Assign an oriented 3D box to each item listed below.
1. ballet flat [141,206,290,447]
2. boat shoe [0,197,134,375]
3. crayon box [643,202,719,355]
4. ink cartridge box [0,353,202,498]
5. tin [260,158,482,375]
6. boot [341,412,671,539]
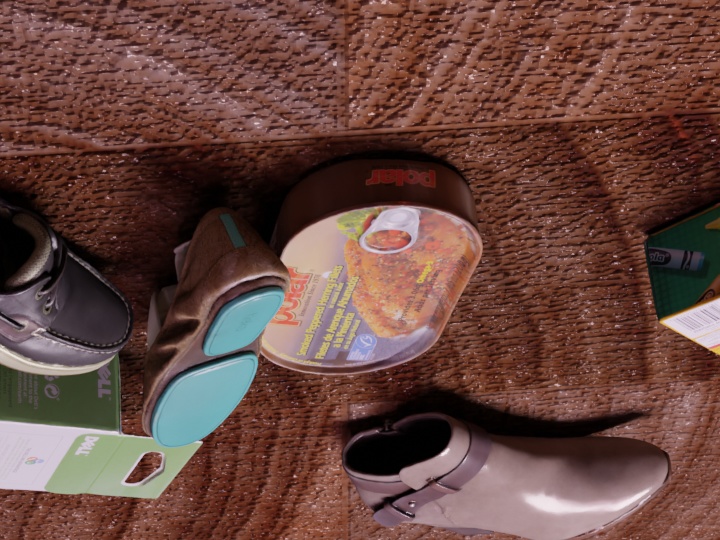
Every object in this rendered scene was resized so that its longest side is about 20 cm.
[{"bbox_3d":[-0.090,0.027,1.149,0.067,0.073,0.200,-14,156,-22],"label":"ballet flat"},{"bbox_3d":[-0.188,-0.001,1.083,0.066,0.072,0.200,-20,144,36],"label":"boat shoe"},{"bbox_3d":[0.275,-0.012,1.149,0.199,0.059,0.118,-25,146,33],"label":"crayon box"},{"bbox_3d":[-0.206,0.090,1.261,0.198,0.060,0.104,7,150,-21],"label":"ink cartridge box"},{"bbox_3d":[0.000,0.000,1.151,0.111,0.042,0.200,-1,152,-15],"label":"tin"},{"bbox_3d":[0.091,0.133,1.382,0.199,0.071,0.146,-20,146,25],"label":"boot"}]
